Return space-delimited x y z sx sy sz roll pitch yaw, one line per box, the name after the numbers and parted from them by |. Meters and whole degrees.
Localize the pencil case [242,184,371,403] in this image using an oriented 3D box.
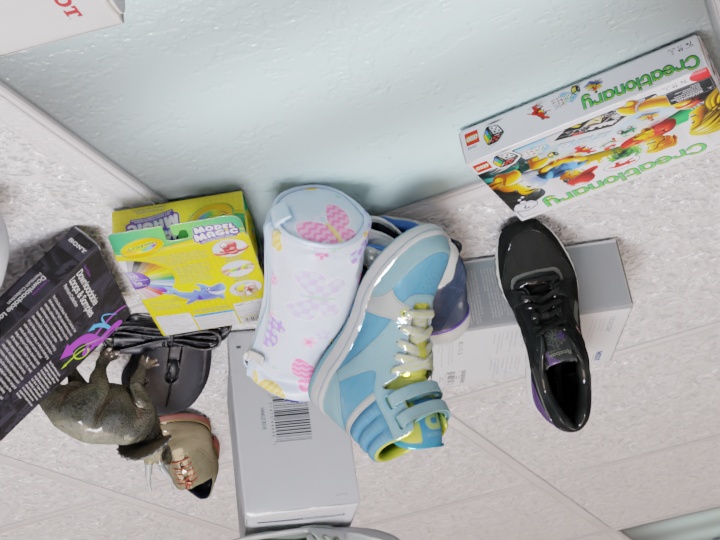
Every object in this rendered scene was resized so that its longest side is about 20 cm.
-0.049 0.022 1.014 0.090 0.083 0.201 8 131 -6 | pencil case

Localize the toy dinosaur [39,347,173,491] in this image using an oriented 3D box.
-0.253 0.132 1.140 0.199 0.103 0.077 26 142 -27 | toy dinosaur

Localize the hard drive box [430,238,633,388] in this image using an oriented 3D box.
0.165 0.048 1.203 0.198 0.077 0.156 -8 154 -1 | hard drive box

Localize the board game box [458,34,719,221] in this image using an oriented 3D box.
0.195 -0.109 0.941 0.199 0.035 0.126 -21 152 23 | board game box

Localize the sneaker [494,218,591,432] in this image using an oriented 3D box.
0.179 0.050 1.075 0.075 0.201 0.088 -16 -172 1 | sneaker

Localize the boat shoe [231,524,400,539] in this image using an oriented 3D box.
-0.046 0.297 1.183 0.198 0.074 0.067 -4 156 -9 | boat shoe

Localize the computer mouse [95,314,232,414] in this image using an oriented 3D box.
-0.211 0.111 1.238 0.137 0.053 0.200 -2 153 -14 | computer mouse

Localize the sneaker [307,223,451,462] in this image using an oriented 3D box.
0.045 0.072 0.968 0.079 0.131 0.201 2 124 -44 | sneaker

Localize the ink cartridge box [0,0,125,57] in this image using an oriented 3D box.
-0.243 -0.178 0.610 0.199 0.083 0.147 -12 154 9 | ink cartridge box

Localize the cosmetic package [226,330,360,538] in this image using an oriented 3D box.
-0.080 0.193 1.277 0.122 0.201 0.200 -4 154 -10 | cosmetic package

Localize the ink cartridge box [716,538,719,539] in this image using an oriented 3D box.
0.903 0.611 2.617 0.199 0.057 0.163 -26 150 14 | ink cartridge box

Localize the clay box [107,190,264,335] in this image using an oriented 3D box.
-0.144 -0.008 1.024 0.114 0.048 0.200 -9 153 0 | clay box

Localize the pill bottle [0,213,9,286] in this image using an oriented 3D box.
-0.367 -0.025 0.848 0.112 0.113 0.199 -27 148 33 | pill bottle

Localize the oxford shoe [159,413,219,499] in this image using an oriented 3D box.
-0.214 0.232 1.456 0.070 0.075 0.200 -12 154 8 | oxford shoe

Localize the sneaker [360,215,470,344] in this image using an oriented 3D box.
0.000 0.000 1.079 0.199 0.081 0.147 0 136 21 | sneaker

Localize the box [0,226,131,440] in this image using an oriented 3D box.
-0.293 0.068 1.015 0.200 0.036 0.143 -45 161 -19 | box
